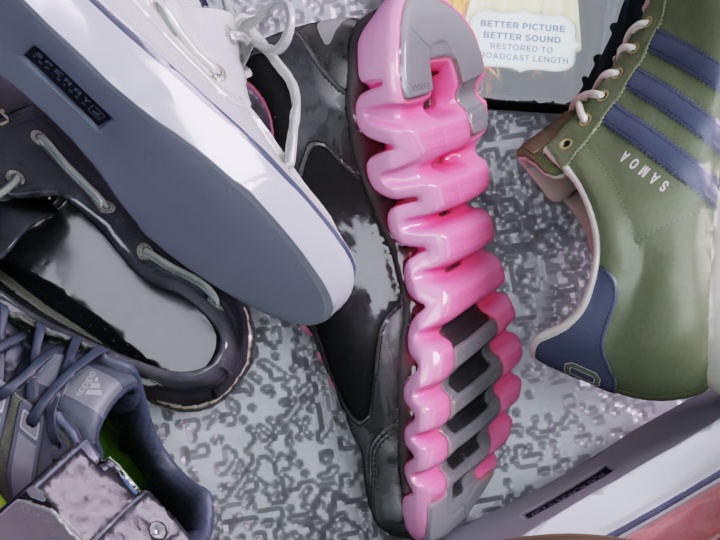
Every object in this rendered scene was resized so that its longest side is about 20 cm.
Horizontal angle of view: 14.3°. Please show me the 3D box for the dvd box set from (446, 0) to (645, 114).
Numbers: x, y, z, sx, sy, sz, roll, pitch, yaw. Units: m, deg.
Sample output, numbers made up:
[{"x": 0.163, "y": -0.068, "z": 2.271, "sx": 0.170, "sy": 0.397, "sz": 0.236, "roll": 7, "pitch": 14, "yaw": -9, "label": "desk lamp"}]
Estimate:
[{"x": 0.097, "y": -0.157, "z": 1.073, "sx": 0.146, "sy": 0.029, "sz": 0.200, "roll": 5, "pitch": 86, "yaw": -6, "label": "dvd box set"}]

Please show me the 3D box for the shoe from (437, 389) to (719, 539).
[{"x": 0.076, "y": 0.127, "z": 1.028, "sx": 0.200, "sy": 0.071, "sz": 0.091, "roll": -30, "pitch": 98, "yaw": -1, "label": "shoe"}]

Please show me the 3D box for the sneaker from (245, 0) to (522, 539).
[{"x": 0.000, "y": 0.000, "z": 1.039, "sx": 0.095, "sy": 0.079, "sz": 0.200, "roll": -2, "pitch": 97, "yaw": 28, "label": "sneaker"}]

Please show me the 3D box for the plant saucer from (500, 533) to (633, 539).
[{"x": 0.063, "y": 0.169, "z": 1.001, "sx": 0.200, "sy": 0.029, "sz": 0.200, "roll": -3, "pitch": 121, "yaw": -5, "label": "plant saucer"}]

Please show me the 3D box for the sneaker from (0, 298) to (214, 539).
[{"x": -0.121, "y": 0.035, "z": 0.976, "sx": 0.200, "sy": 0.081, "sz": 0.074, "roll": 49, "pitch": 48, "yaw": -28, "label": "sneaker"}]

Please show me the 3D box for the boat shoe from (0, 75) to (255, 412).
[{"x": -0.120, "y": -0.023, "z": 1.022, "sx": 0.200, "sy": 0.063, "sz": 0.073, "roll": 38, "pitch": 86, "yaw": -1, "label": "boat shoe"}]

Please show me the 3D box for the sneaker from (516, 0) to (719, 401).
[{"x": 0.100, "y": -0.051, "z": 1.017, "sx": 0.090, "sy": 0.067, "sz": 0.200, "roll": 0, "pitch": 77, "yaw": 10, "label": "sneaker"}]

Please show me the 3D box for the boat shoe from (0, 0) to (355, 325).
[{"x": -0.064, "y": -0.074, "z": 0.982, "sx": 0.202, "sy": 0.075, "sz": 0.086, "roll": 43, "pitch": 60, "yaw": -13, "label": "boat shoe"}]

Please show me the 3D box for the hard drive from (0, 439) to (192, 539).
[{"x": -0.062, "y": 0.161, "z": 0.958, "sx": 0.200, "sy": 0.140, "sz": 0.038, "roll": 49, "pitch": 50, "yaw": -2, "label": "hard drive"}]
